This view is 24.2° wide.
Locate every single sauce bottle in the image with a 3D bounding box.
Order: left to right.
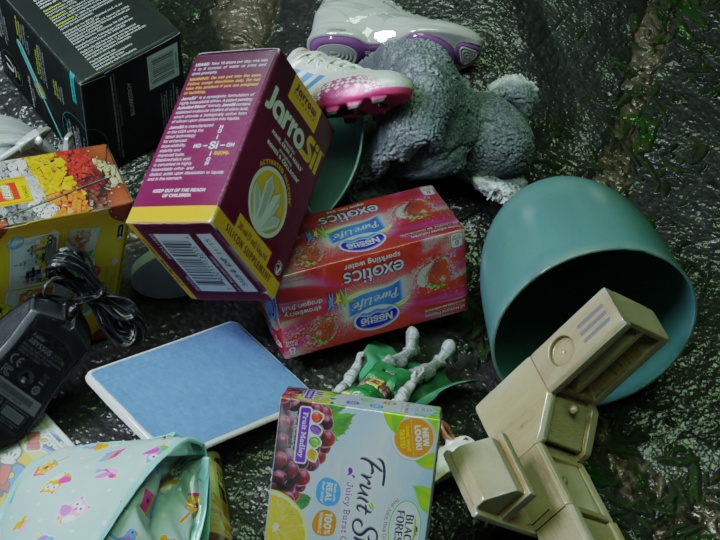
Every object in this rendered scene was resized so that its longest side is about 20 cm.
[{"bbox_3d":[-0.156,0.190,1.537,0.065,0.066,0.201,-6,48,-7],"label":"sauce bottle"}]

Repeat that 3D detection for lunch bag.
[{"bbox_3d":[-0.225,0.230,1.432,0.169,0.122,0.201,-10,42,39],"label":"lunch bag"}]

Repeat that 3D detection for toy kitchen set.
[{"bbox_3d":[0.190,0.143,1.475,0.162,0.180,0.201,22,32,-43],"label":"toy kitchen set"}]

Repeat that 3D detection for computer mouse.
[{"bbox_3d":[-0.304,0.078,1.563,0.200,0.139,0.053,-47,41,-7],"label":"computer mouse"}]

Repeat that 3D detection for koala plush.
[{"bbox_3d":[0.100,-0.144,1.756,0.198,0.184,0.179,16,65,-21],"label":"koala plush"}]

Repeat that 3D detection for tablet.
[{"bbox_3d":[-0.147,0.112,1.583,0.130,0.014,0.199,40,37,26],"label":"tablet"}]

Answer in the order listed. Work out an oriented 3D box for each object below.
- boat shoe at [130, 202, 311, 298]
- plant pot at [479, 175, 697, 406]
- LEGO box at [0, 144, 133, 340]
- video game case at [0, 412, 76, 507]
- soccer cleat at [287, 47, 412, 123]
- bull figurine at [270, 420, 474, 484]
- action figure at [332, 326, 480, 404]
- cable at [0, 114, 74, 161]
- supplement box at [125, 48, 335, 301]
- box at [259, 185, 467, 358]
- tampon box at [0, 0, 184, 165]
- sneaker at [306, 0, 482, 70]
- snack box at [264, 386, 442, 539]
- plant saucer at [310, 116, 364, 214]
[{"bbox_3d":[-0.142,-0.038,1.692,0.198,0.074,0.066,-23,46,5],"label":"boat shoe"},{"bbox_3d":[0.205,0.006,1.622,0.198,0.202,0.162,-6,40,-7],"label":"plant pot"},{"bbox_3d":[-0.305,-0.012,1.590,0.147,0.201,0.078,-12,53,-25],"label":"LEGO box"},{"bbox_3d":[-0.366,0.185,1.560,0.181,0.023,0.200,-35,62,-26],"label":"video game case"},{"bbox_3d":[-0.036,-0.187,1.675,0.198,0.069,0.088,-10,80,37],"label":"soccer cleat"},{"bbox_3d":[0.015,0.175,1.546,0.197,0.066,0.121,10,19,15],"label":"bull figurine"},{"bbox_3d":[0.023,0.108,1.567,0.117,0.055,0.200,15,24,22],"label":"action figure"},{"bbox_3d":[-0.375,-0.056,1.635,0.198,0.201,0.069,-20,49,-26],"label":"cable"},{"bbox_3d":[-0.118,-0.089,1.580,0.102,0.131,0.202,0,57,31],"label":"supplement box"},{"bbox_3d":[0.000,0.000,1.657,0.198,0.101,0.096,-14,35,-13],"label":"box"},{"bbox_3d":[-0.293,-0.234,1.806,0.125,0.151,0.200,-30,59,-23],"label":"tampon box"},{"bbox_3d":[0.041,-0.277,1.901,0.197,0.075,0.101,6,53,2],"label":"sneaker"},{"bbox_3d":[-0.010,0.212,1.459,0.140,0.203,0.053,7,8,3],"label":"snack box"},{"bbox_3d":[-0.071,-0.112,1.744,0.198,0.036,0.202,-16,61,30],"label":"plant saucer"}]
